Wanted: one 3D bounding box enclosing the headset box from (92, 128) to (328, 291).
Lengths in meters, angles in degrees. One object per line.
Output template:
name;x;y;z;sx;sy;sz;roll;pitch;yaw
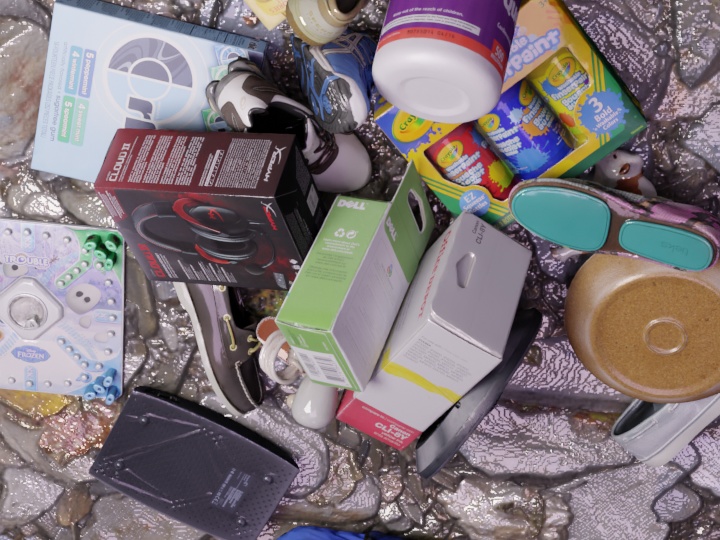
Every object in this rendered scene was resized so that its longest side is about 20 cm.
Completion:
headset box;-0.141;-0.055;1.263;0.199;0.075;0.149;5;146;19

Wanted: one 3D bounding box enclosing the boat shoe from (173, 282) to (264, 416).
boat shoe;-0.134;0.057;1.398;0.060;0.072;0.202;-15;111;13

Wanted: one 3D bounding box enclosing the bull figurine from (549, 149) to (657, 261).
bull figurine;0.265;-0.023;1.349;0.121;0.065;0.200;-32;104;23

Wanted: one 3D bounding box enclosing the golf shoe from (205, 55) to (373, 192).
golf shoe;-0.056;-0.115;1.278;0.200;0.095;0.078;29;104;-37

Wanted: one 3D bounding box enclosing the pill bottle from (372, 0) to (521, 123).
pill bottle;0.083;-0.236;1.183;0.112;0.200;0.113;12;160;5

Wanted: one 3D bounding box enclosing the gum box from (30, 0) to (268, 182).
gum box;-0.204;-0.159;1.315;0.199;0.045;0.170;13;115;-3

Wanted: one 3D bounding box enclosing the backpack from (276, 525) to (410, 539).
backpack;-0.017;0.372;1.493;0.199;0.168;0.163;14;108;0

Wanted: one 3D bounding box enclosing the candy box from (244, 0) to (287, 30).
candy box;-0.099;-0.331;1.224;0.115;0.055;0.200;-35;109;16

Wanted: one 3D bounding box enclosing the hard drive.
hard drive;-0.179;0.210;1.488;0.200;0.042;0.135;27;113;-10

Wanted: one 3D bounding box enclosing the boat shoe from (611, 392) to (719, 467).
boat shoe;0.334;0.118;1.409;0.071;0.070;0.201;29;115;-14

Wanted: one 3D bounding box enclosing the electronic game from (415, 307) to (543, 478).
electronic game;0.117;0.121;1.349;0.042;0.200;0.200;36;112;1

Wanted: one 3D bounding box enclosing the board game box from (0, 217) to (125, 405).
board game box;-0.348;0.043;1.426;0.199;0.026;0.201;6;115;0

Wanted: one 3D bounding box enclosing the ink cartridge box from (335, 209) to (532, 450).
ink cartridge box;0.069;0.061;1.313;0.083;0.145;0.200;29;139;-10

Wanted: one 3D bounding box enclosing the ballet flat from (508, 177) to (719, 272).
ballet flat;0.237;-0.050;1.268;0.199;0.071;0.069;14;125;9

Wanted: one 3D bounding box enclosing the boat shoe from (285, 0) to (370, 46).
boat shoe;0.002;-0.282;1.175;0.073;0.201;0.063;40;150;-24

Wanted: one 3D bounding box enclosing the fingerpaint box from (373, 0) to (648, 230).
fingerpaint box;0.140;-0.150;1.289;0.200;0.073;0.167;-35;109;17

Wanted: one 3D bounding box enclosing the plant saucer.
plant saucer;0.297;0.057;1.328;0.200;0.035;0.201;6;122;10

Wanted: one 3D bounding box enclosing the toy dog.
toy dog;-0.051;0.046;1.354;0.096;0.200;0.132;3;148;44

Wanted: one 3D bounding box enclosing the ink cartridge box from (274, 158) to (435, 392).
ink cartridge box;0.000;0.000;1.269;0.059;0.200;0.104;10;148;26

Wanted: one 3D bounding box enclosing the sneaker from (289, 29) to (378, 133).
sneaker;-0.014;-0.179;1.218;0.077;0.200;0.076;-12;117;-5
